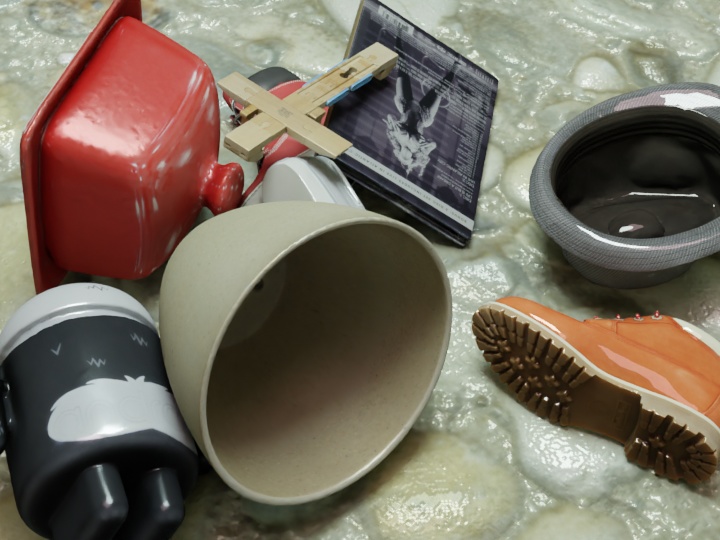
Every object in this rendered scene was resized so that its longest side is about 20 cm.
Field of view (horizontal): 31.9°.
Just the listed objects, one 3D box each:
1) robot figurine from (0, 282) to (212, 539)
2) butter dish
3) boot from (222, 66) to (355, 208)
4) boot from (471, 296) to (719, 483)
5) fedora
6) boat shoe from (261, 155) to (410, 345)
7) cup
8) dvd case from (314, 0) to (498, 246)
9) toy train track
[{"bbox_3d":[-0.181,0.103,0.850,0.124,0.151,0.201,-26,52,1],"label":"robot figurine"},{"bbox_3d":[-0.160,-0.081,0.964,0.146,0.201,0.201,18,51,5],"label":"butter dish"},{"bbox_3d":[-0.081,-0.099,1.058,0.143,0.073,0.200,24,46,20],"label":"boot"},{"bbox_3d":[0.181,0.063,0.918,0.199,0.075,0.107,29,52,13],"label":"boot"},{"bbox_3d":[0.231,-0.054,0.999,0.199,0.091,0.177,-27,52,-13],"label":"fedora"},{"bbox_3d":[0.000,0.000,0.949,0.068,0.072,0.201,-22,71,-46],"label":"boat shoe"},{"bbox_3d":[-0.057,0.033,0.850,0.199,0.202,0.143,-31,40,-24],"label":"cup"},{"bbox_3d":[0.045,-0.131,1.067,0.148,0.016,0.201,30,47,-18],"label":"dvd case"},{"bbox_3d":[-0.036,-0.127,0.982,0.114,0.033,0.200,33,44,18],"label":"toy train track"}]
